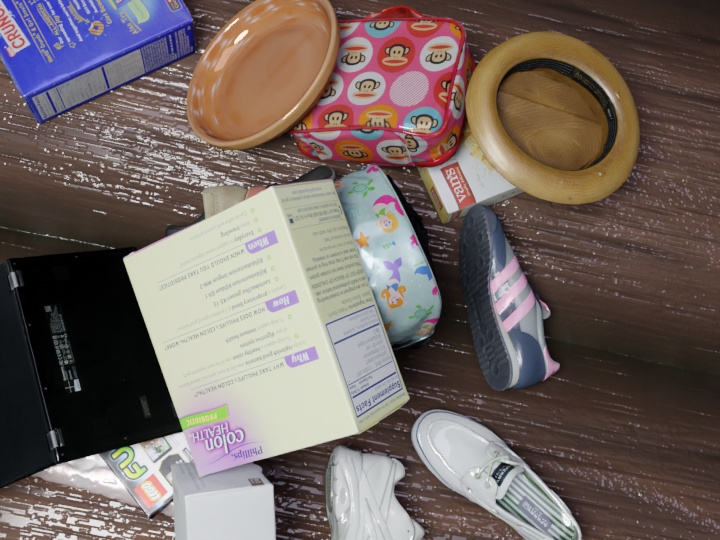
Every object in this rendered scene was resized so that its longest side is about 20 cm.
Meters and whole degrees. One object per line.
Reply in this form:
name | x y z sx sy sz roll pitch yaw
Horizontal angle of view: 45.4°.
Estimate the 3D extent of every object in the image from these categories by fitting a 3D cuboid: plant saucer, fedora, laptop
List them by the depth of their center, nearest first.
laptop | -0.295 0.094 0.803 0.198 0.116 0.190 -8 73 -40
plant saucer | -0.101 -0.213 0.927 0.198 0.037 0.203 -17 55 26
fedora | 0.199 -0.155 0.928 0.197 0.082 0.204 3 77 -12

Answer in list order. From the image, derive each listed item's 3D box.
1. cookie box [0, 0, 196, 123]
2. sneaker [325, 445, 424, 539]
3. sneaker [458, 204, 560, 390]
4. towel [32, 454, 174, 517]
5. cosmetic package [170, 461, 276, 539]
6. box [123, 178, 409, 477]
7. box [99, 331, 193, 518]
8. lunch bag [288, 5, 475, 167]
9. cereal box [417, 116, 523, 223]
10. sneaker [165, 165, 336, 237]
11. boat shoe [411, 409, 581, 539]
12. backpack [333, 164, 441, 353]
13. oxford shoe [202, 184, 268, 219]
cookie box | -0.309 -0.285 0.949 0.198 0.075 0.172 -28 79 -14
sneaker | 0.015 0.272 0.826 0.098 0.078 0.203 4 74 -9
sneaker | 0.160 0.027 0.928 0.081 0.070 0.203 -2 76 -25
towel | -0.231 0.129 0.860 0.197 0.032 0.194 16 72 -3
cosmetic package | -0.119 0.276 0.756 0.080 0.113 0.203 -5 91 -19
box | -0.080 0.049 0.732 0.174 0.096 0.203 -21 87 30
box | -0.221 0.123 0.829 0.110 0.035 0.201 -38 82 -17
lunch bag | 0.021 -0.207 0.933 0.197 0.082 0.179 7 70 21
cereal box | 0.155 -0.155 0.986 0.198 0.040 0.145 -22 77 -13
sneaker | -0.114 -0.062 0.908 0.199 0.076 0.080 -35 78 -15
boat shoe | 0.141 0.206 0.864 0.199 0.067 0.074 35 72 4
backpack | 0.000 0.000 0.838 0.149 0.200 0.179 -22 78 -13
oxford shoe | -0.130 0.015 0.846 0.074 0.070 0.203 7 94 8
